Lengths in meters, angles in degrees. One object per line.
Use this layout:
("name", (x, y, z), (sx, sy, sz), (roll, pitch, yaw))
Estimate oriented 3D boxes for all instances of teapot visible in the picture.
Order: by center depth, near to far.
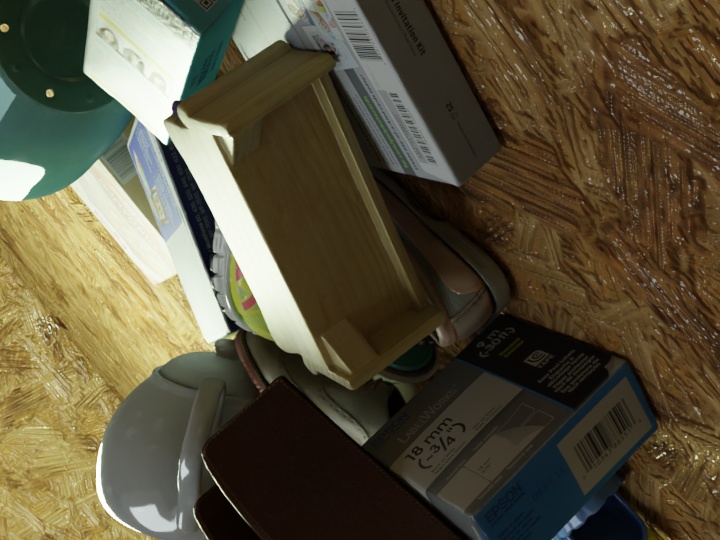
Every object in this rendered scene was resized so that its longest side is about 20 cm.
("teapot", (-0.116, 0.129, 1.121), (0.196, 0.148, 0.199), (4, -170, -43))

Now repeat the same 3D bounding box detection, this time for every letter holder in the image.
("letter holder", (-0.032, 0.194, 0.913), (0.200, 0.142, 0.101), (38, 159, 36))

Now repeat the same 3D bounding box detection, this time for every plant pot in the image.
("plant pot", (-0.264, -0.170, 1.139), (0.201, 0.201, 0.160), (53, 150, -14))

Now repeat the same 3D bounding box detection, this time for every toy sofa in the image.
("toy sofa", (-0.034, -0.034, 0.865), (0.097, 0.083, 0.201), (21, 141, 57))

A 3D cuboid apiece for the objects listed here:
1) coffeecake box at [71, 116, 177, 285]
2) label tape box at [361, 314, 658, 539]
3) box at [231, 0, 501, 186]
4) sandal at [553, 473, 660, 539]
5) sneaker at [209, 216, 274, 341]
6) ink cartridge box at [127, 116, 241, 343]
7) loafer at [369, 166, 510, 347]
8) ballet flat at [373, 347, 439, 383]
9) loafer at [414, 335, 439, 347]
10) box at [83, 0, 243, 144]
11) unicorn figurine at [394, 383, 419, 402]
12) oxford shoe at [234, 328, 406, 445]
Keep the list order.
("coffeecake box", (-0.213, -0.073, 1.397), (0.154, 0.073, 0.200), (51, 163, -7))
("label tape box", (0.077, 0.104, 0.937), (0.199, 0.144, 0.064), (20, 148, 57))
("box", (-0.016, -0.134, 0.845), (0.199, 0.041, 0.157), (18, 144, 58))
("sandal", (0.137, 0.161, 1.042), (0.199, 0.079, 0.088), (19, 143, 44))
("sneaker", (-0.051, -0.021, 0.955), (0.090, 0.078, 0.201), (18, 139, 25))
("ink cartridge box", (-0.138, -0.040, 1.171), (0.200, 0.047, 0.200), (156, 93, -75))
("loafer", (0.014, -0.022, 0.966), (0.200, 0.063, 0.072), (38, 160, 33))
("ballet flat", (-0.002, 0.048, 1.134), (0.200, 0.069, 0.070), (41, 162, 42))
("loafer", (0.000, 0.000, 1.048), (0.198, 0.069, 0.076), (16, 151, 33))
("box", (-0.131, -0.156, 0.907), (0.082, 0.049, 0.200), (41, 160, -1))
("unicorn figurine", (0.031, 0.121, 1.171), (0.137, 0.074, 0.201), (-2, -128, -54))
("oxford shoe", (-0.008, 0.099, 1.069), (0.200, 0.074, 0.071), (41, -157, 3))
